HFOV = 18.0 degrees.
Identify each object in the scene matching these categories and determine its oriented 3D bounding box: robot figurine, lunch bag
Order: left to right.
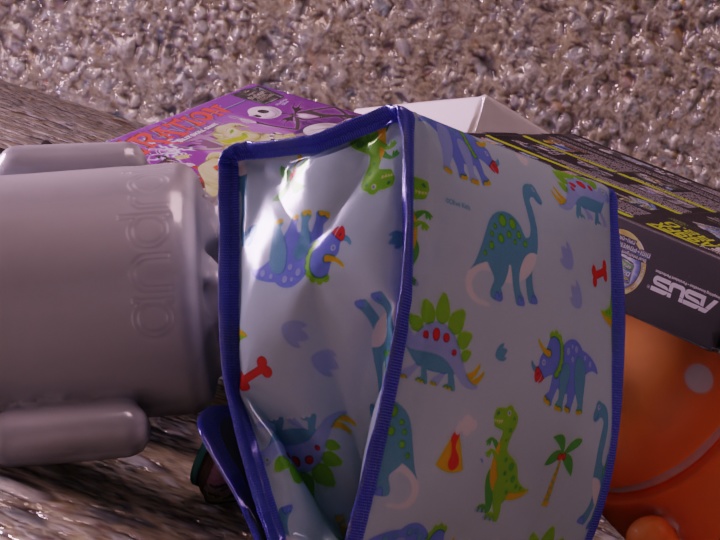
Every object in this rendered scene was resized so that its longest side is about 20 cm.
[{"bbox_3d":[-0.132,0.012,1.023,0.198,0.171,0.113,-5,-38,0],"label":"robot figurine"},{"bbox_3d":[0.026,0.051,0.963,0.127,0.202,0.169,-13,-17,38],"label":"lunch bag"},{"bbox_3d":[0.171,0.094,1.167,0.200,0.144,0.116,47,-10,-29],"label":"robot figurine"}]

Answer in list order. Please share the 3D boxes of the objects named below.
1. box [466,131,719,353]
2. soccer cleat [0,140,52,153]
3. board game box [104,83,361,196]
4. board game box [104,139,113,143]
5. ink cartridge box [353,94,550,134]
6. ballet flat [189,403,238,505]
[{"bbox_3d":[0.141,-0.019,1.150,0.199,0.045,0.160,25,17,33],"label":"box"},{"bbox_3d":[-0.174,0.006,1.342,0.068,0.086,0.200,-10,43,-30],"label":"soccer cleat"},{"bbox_3d":[-0.070,-0.054,1.233,0.119,0.033,0.200,13,24,30],"label":"board game box"},{"bbox_3d":[-0.068,0.011,1.336,0.135,0.028,0.200,27,-19,39],"label":"board game box"},{"bbox_3d":[0.094,-0.027,1.417,0.199,0.084,0.145,28,-16,-31],"label":"ink cartridge box"},{"bbox_3d":[-0.034,0.083,1.100,0.071,0.069,0.200,32,4,0],"label":"ballet flat"}]
